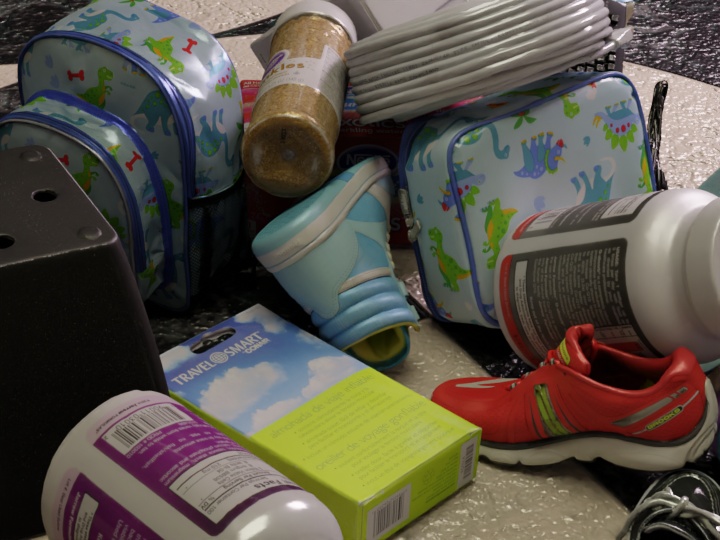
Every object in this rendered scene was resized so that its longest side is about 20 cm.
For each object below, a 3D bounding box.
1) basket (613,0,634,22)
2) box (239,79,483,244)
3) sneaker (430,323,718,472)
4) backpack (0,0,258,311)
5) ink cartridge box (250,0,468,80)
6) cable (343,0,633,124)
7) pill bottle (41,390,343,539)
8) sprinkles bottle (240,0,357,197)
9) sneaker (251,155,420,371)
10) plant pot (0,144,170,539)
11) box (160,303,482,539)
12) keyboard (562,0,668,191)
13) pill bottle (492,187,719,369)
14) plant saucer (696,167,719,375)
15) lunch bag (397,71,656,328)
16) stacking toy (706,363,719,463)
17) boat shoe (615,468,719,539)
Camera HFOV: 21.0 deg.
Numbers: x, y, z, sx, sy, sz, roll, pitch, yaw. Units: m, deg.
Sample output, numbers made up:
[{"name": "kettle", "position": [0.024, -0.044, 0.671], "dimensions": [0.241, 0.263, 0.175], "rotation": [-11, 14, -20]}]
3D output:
[{"name": "basket", "position": [0.139, -0.235, 1.701], "dimensions": [0.138, 0.178, 0.200], "rotation": [-16, 47, -25]}, {"name": "box", "position": [0.000, -0.085, 1.515], "dimensions": [0.198, 0.096, 0.100], "rotation": [2, 30, -3]}, {"name": "sneaker", "position": [0.135, 0.074, 1.260], "dimensions": [0.198, 0.086, 0.077], "rotation": [-1, 27, 27]}, {"name": "backpack", "position": [-0.173, -0.082, 1.392], "dimensions": [0.182, 0.202, 0.147], "rotation": [22, 35, 26]}, {"name": "ink cartridge box", "position": [0.018, -0.213, 1.612], "dimensions": [0.144, 0.085, 0.200], "rotation": [-39, 11, -27]}, {"name": "cable", "position": [0.085, -0.163, 1.413], "dimensions": [0.198, 0.070, 0.200], "rotation": [-15, 6, 26]}, {"name": "pill bottle", "position": [-0.080, 0.158, 1.095], "dimensions": [0.112, 0.113, 0.199], "rotation": [-25, 42, -38]}, {"name": "sprinkles bottle", "position": [-0.042, -0.129, 1.424], "dimensions": [0.067, 0.069, 0.201], "rotation": [5, 31, 2]}, {"name": "sneaker", "position": [0.000, 0.000, 1.381], "dimensions": [0.079, 0.131, 0.200], "rotation": [-31, 6, 26]}, {"name": "plant pot", "position": [-0.234, 0.038, 1.212], "dimensions": [0.198, 0.179, 0.200], "rotation": [-13, 36, -25]}, {"name": "box", "position": [-0.035, 0.099, 1.257], "dimensions": [0.199, 0.048, 0.121], "rotation": [27, 38, 33]}, {"name": "keyboard", "position": [0.199, -0.128, 1.569], "dimensions": [0.126, 0.021, 0.202], "rotation": [15, 67, -19]}, {"name": "pill bottle", "position": [0.191, 0.007, 1.290], "dimensions": [0.115, 0.117, 0.199], "rotation": [-23, 9, -37]}, {"name": "plant saucer", "position": [0.268, 0.000, 1.360], "dimensions": [0.039, 0.201, 0.202], "rotation": [33, 23, -22]}, {"name": "lunch bag", "position": [0.124, -0.051, 1.417], "dimensions": [0.199, 0.162, 0.082], "rotation": [-23, 17, -34]}, {"name": "stacking toy", "position": [0.266, 0.141, 1.204], "dimensions": [0.084, 0.086, 0.201], "rotation": [2, 38, -3]}, {"name": "boat shoe", "position": [0.185, 0.167, 1.149], "dimensions": [0.073, 0.069, 0.200], "rotation": [14, 32, 17]}]
